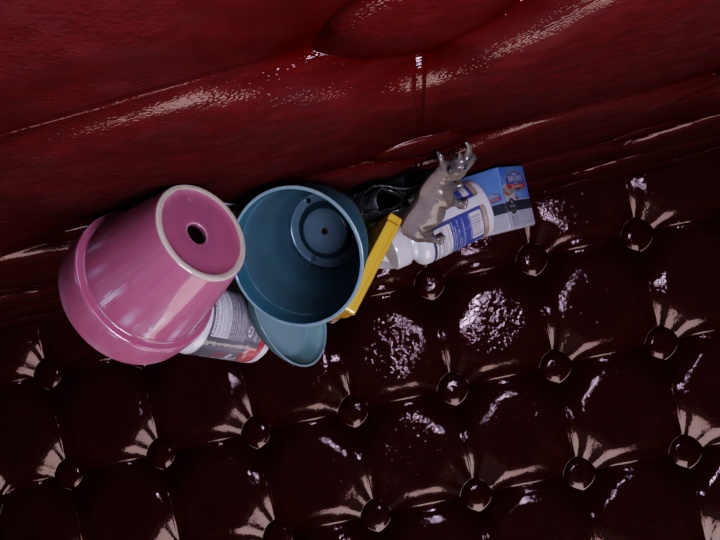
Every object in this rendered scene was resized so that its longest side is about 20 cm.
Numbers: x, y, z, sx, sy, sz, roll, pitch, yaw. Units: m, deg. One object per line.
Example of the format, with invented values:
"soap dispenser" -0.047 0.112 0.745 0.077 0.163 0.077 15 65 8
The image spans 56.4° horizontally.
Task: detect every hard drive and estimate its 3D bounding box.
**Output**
"hard drive" 0.073 -0.149 1.269 0.138 0.034 0.199 -12 178 -35

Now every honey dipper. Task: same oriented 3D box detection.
"honey dipper" -0.171 -0.041 1.153 0.200 0.038 0.038 -45 172 11

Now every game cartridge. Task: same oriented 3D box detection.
"game cartridge" 0.000 0.000 1.142 0.032 0.179 0.200 30 168 -9

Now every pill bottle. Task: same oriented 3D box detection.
"pill bottle" -0.238 0.078 1.047 0.109 0.113 0.198 -13 159 36
"pill bottle" 0.138 -0.079 1.240 0.197 0.113 0.111 -24 -178 -13

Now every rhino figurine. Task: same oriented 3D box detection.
"rhino figurine" 0.125 -0.119 1.051 0.086 0.060 0.202 -4 140 -29

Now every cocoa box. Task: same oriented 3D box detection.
"cocoa box" 0.253 -0.137 1.456 0.197 0.134 0.132 -14 179 38

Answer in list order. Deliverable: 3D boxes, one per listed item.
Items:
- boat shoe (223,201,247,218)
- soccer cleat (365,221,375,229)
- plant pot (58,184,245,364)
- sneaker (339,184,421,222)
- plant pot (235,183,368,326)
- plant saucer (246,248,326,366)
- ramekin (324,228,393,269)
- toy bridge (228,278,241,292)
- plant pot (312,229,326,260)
"boat shoe" -0.199 -0.082 1.060 0.067 0.057 0.200 -49 -178 2
"soccer cleat" 0.052 -0.095 1.304 0.067 0.083 0.199 14 175 39
"plant pot" -0.246 -0.006 0.844 0.178 0.203 0.199 -31 169 34
"sneaker" 0.013 -0.115 1.143 0.195 0.061 0.104 1 169 -8
"plant pot" -0.072 -0.042 1.026 0.196 0.204 0.188 -13 -168 16
"plant saucer" -0.125 0.062 1.089 0.035 0.204 0.199 -21 176 26
"ramekin" 0.011 -0.065 1.449 0.198 0.096 0.202 8 173 1
"toy bridge" -0.213 0.028 1.143 0.066 0.202 0.027 12 -145 -12
"plant pot" -0.130 -0.012 1.240 0.196 0.204 0.135 -13 -173 9
